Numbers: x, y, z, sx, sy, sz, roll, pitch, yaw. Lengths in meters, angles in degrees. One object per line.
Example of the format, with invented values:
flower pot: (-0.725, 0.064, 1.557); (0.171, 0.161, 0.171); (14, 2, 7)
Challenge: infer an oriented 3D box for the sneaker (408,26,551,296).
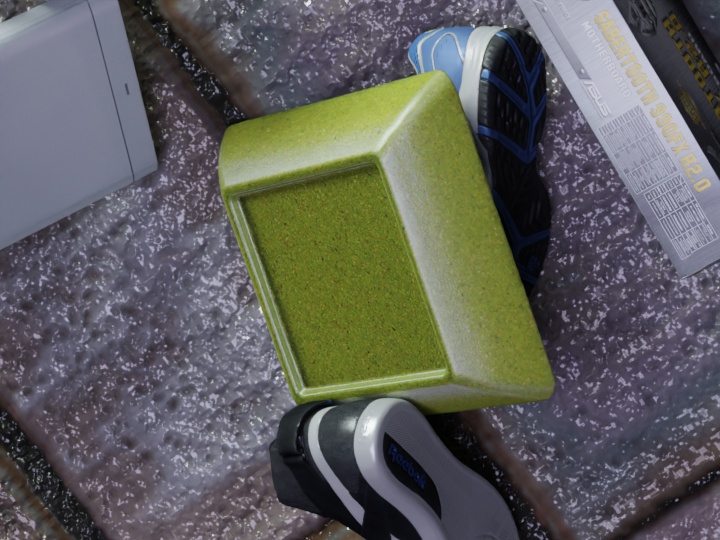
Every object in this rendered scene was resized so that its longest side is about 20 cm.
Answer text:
sneaker: (0.064, -0.051, 1.454); (0.077, 0.075, 0.201); (18, 112, 38)

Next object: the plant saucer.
plant saucer: (0.000, 0.000, 1.442); (0.199, 0.048, 0.201); (-11, 102, 46)

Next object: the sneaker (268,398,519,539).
sneaker: (0.017, 0.144, 1.496); (0.111, 0.073, 0.200); (2, 139, 38)

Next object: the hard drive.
hard drive: (-0.221, -0.074, 1.450); (0.027, 0.199, 0.133); (38, 148, 46)

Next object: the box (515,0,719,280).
box: (0.159, -0.108, 1.356); (0.048, 0.158, 0.201); (-30, 93, 20)
